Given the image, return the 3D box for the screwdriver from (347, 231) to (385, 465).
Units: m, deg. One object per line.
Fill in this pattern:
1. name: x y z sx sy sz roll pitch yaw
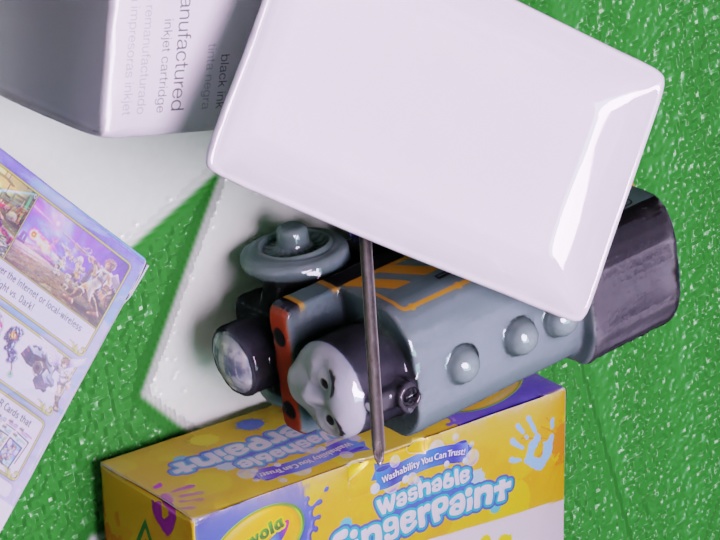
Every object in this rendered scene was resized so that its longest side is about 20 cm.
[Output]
1. screwdriver: 0.000 0.000 1.165 0.028 0.029 0.201 25 45 -28

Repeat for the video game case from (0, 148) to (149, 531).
1. video game case: -0.195 0.020 1.040 0.200 0.045 0.182 39 69 -32

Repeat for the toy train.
1. toy train: 0.038 0.010 1.225 0.200 0.114 0.086 -23 119 -32

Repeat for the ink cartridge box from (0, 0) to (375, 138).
1. ink cartridge box: -0.033 -0.135 1.133 0.199 0.083 0.146 -7 110 -37

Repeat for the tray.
1. tray: 0.029 -0.059 1.129 0.200 0.022 0.108 22 87 -38

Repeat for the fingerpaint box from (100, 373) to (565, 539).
1. fingerpaint box: -0.009 0.139 1.260 0.200 0.073 0.167 -18 117 -35
